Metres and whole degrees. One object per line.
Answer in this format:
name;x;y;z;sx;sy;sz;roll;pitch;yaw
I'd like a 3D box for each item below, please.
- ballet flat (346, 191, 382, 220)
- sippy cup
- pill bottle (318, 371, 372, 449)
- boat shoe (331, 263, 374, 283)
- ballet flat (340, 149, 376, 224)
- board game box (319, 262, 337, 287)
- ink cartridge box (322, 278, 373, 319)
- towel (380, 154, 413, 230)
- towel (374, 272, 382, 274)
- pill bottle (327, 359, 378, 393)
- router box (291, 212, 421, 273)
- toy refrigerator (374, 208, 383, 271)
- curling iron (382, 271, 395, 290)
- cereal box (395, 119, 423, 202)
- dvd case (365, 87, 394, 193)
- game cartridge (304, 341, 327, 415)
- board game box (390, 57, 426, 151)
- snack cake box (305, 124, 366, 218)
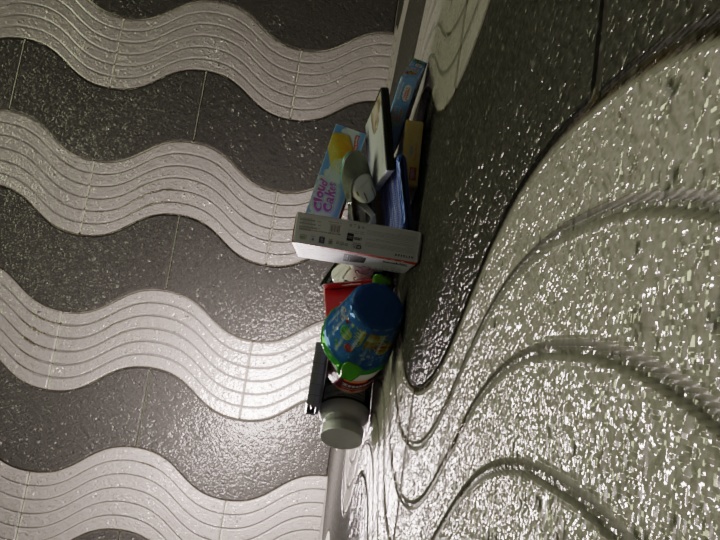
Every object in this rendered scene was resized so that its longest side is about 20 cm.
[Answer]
ballet flat;-0.009;-0.100;1.297;0.067;0.068;0.202;0;-64;-54
sippy cup;0.011;0.092;1.077;0.131;0.138;0.180;119;138;-53
pill bottle;-0.033;0.286;1.402;0.117;0.114;0.202;102;176;-48
boat shoe;0.000;0.000;1.262;0.200;0.070;0.070;130;135;-57
ballet flat;0.005;-0.134;1.185;0.067;0.064;0.202;-32;-38;-27
board game box;-0.029;-0.010;1.489;0.136;0.028;0.200;-56;-10;2
ink cartridge box;-0.012;0.079;1.275;0.200;0.114;0.068;80;-175;-72
towel;0.058;-0.126;1.138;0.200;0.023;0.147;-167;72;-81
towel;0.049;-0.053;1.502;0.149;0.049;0.202;-85;4;-48
pill bottle;-0.009;0.177;1.273;0.200;0.111;0.114;103;175;-68
router box;-0.008;-0.042;1.038;0.180;0.197;0.050;109;170;-84
toy refrigerator;0.024;-0.101;1.363;0.076;0.069;0.203;0;-86;-58
curling iron;0.057;0.035;1.260;0.200;0.025;0.050;-87;4;-73
cereal box;0.084;-0.177;1.232;0.200;0.039;0.146;106;171;-66
dvd case;0.033;-0.231;1.152;0.200;0.017;0.145;145;121;-81
game cartridge;-0.092;0.230;1.320;0.200;0.038;0.131;107;176;-72
board game box;0.087;-0.332;1.264;0.201;0.036;0.153;-66;-5;-60
snack cake box;-0.052;-0.174;1.259;0.115;0.066;0.202;119;169;-80
